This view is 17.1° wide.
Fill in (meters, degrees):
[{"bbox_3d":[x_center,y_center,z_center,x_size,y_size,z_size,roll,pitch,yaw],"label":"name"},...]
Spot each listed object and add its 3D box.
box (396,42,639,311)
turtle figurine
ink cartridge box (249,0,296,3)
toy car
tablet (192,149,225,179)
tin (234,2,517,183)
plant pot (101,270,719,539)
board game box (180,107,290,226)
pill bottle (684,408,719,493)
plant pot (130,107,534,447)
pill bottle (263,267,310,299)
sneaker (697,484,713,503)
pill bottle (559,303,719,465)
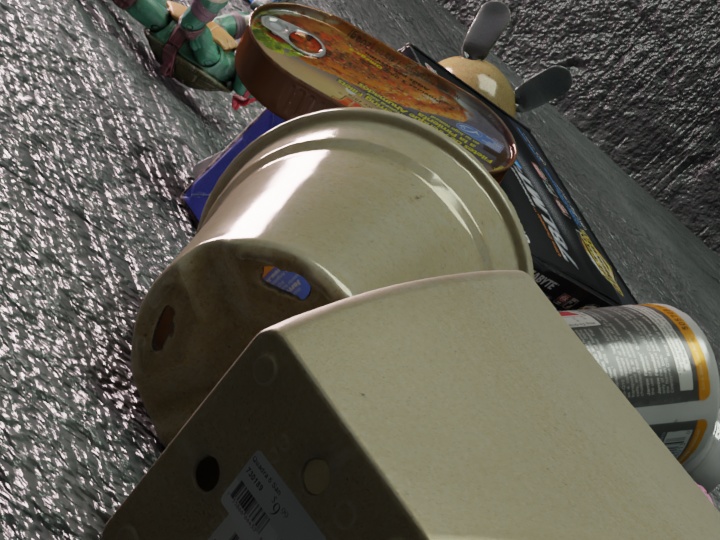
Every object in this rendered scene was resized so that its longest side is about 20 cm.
[{"bbox_3d":[0.106,-0.048,1.718,0.198,0.050,0.200,30,27,-55],"label":"box"},{"bbox_3d":[-0.125,-0.192,1.837,0.200,0.101,0.150,31,-4,2],"label":"turtle figurine"},{"bbox_3d":[-0.107,-0.348,2.471,0.146,0.084,0.200,45,11,0],"label":"ink cartridge box"},{"bbox_3d":[0.085,-0.144,2.159,0.164,0.200,0.158,43,12,-13],"label":"toy car"},{"bbox_3d":[-0.014,-0.059,1.715,0.200,0.130,0.014,31,45,-52],"label":"tablet"},{"bbox_3d":[0.009,-0.110,1.584,0.200,0.042,0.112,31,26,4],"label":"tin"},{"bbox_3d":[0.010,0.124,1.037,0.177,0.200,0.200,11,35,-50],"label":"plant pot"},{"bbox_3d":[0.000,0.000,1.615,0.200,0.097,0.159,31,18,-52],"label":"board game box"},{"bbox_3d":[0.216,0.105,1.978,0.200,0.113,0.113,39,13,-29],"label":"pill bottle"},{"bbox_3d":[-0.027,0.027,1.257,0.200,0.200,0.183,46,22,3],"label":"plant pot"},{"bbox_3d":[0.014,0.061,1.420,0.200,0.112,0.112,48,12,16],"label":"pill bottle"},{"bbox_3d":[0.160,0.154,1.665,0.095,0.079,0.200,27,-3,-37],"label":"sneaker"},{"bbox_3d":[0.130,0.084,1.581,0.200,0.116,0.116,-3,42,-34],"label":"pill bottle"}]
